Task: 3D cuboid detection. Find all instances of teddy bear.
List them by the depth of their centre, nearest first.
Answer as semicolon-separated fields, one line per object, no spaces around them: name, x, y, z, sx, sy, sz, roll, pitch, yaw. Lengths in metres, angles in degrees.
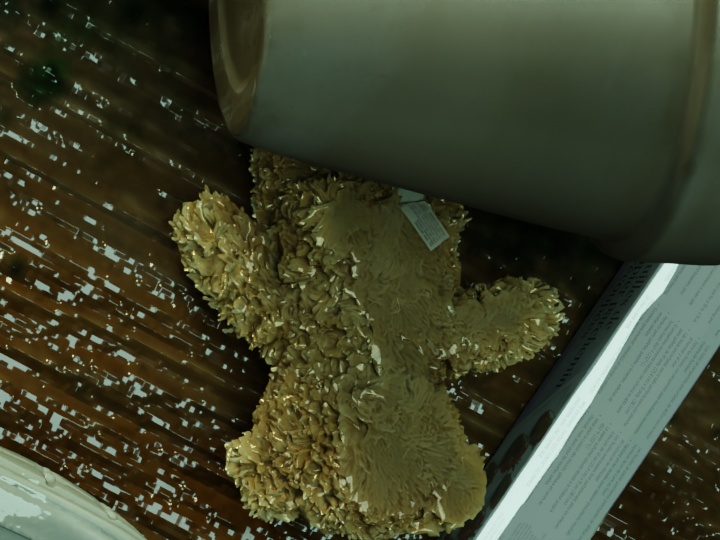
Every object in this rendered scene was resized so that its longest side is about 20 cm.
teddy bear;0.000;0.000;1.096;0.144;0.067;0.201;-12;84;-28

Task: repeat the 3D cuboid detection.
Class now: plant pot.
plant pot;0.042;-0.102;1.015;0.172;0.200;0.201;1;87;-12

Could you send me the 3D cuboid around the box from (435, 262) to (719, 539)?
box;0.083;0.062;1.126;0.041;0.039;0.201;38;76;-15

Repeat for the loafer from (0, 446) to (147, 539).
loafer;-0.168;0.081;1.029;0.199;0.070;0.070;21;85;-9
